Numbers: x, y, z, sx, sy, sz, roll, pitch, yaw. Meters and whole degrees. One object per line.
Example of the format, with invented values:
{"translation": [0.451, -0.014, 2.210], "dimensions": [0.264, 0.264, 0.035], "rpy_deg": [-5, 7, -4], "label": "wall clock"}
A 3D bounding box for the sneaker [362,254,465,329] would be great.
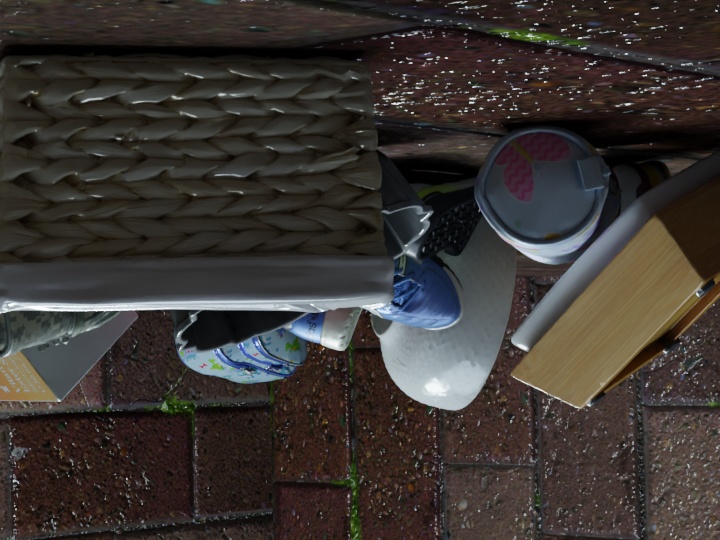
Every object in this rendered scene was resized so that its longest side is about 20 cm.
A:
{"translation": [0.000, 0.000, 1.525], "dimensions": [0.200, 0.076, 0.077], "rpy_deg": [28, -160, -21], "label": "sneaker"}

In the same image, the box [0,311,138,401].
{"translation": [-0.313, 0.022, 1.608], "dimensions": [0.200, 0.152, 0.106], "rpy_deg": [-6, -143, 51], "label": "box"}

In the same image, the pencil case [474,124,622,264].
{"translation": [0.133, -0.050, 1.323], "dimensions": [0.090, 0.084, 0.200], "rpy_deg": [2, 178, 11], "label": "pencil case"}

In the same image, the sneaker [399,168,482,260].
{"translation": [0.050, -0.060, 1.530], "dimensions": [0.083, 0.072, 0.200], "rpy_deg": [33, -169, 14], "label": "sneaker"}

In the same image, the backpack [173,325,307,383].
{"translation": [-0.180, 0.073, 2.917], "dimensions": [0.147, 0.184, 0.200], "rpy_deg": [-13, 163, 39], "label": "backpack"}

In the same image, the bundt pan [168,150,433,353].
{"translation": [-0.055, -0.024, 1.314], "dimensions": [0.201, 0.076, 0.202], "rpy_deg": [-27, 168, -6], "label": "bundt pan"}

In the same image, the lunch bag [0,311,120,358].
{"translation": [-0.249, -0.019, 1.366], "dimensions": [0.199, 0.140, 0.167], "rpy_deg": [-3, -166, 43], "label": "lunch bag"}

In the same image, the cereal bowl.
{"translation": [0.064, 0.020, 1.689], "dimensions": [0.083, 0.201, 0.200], "rpy_deg": [12, 174, -17], "label": "cereal bowl"}

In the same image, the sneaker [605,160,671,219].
{"translation": [0.169, -0.049, 1.535], "dimensions": [0.090, 0.075, 0.200], "rpy_deg": [-3, 169, -22], "label": "sneaker"}

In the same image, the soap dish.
{"translation": [0.216, 0.008, 1.399], "dimensions": [0.157, 0.081, 0.200], "rpy_deg": [-27, 161, -44], "label": "soap dish"}

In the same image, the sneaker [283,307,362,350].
{"translation": [-0.036, -0.012, 1.750], "dimensions": [0.111, 0.077, 0.200], "rpy_deg": [18, -137, 8], "label": "sneaker"}

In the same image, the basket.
{"translation": [-0.092, -0.041, 0.961], "dimensions": [0.199, 0.124, 0.136], "rpy_deg": [0, 178, -15], "label": "basket"}
